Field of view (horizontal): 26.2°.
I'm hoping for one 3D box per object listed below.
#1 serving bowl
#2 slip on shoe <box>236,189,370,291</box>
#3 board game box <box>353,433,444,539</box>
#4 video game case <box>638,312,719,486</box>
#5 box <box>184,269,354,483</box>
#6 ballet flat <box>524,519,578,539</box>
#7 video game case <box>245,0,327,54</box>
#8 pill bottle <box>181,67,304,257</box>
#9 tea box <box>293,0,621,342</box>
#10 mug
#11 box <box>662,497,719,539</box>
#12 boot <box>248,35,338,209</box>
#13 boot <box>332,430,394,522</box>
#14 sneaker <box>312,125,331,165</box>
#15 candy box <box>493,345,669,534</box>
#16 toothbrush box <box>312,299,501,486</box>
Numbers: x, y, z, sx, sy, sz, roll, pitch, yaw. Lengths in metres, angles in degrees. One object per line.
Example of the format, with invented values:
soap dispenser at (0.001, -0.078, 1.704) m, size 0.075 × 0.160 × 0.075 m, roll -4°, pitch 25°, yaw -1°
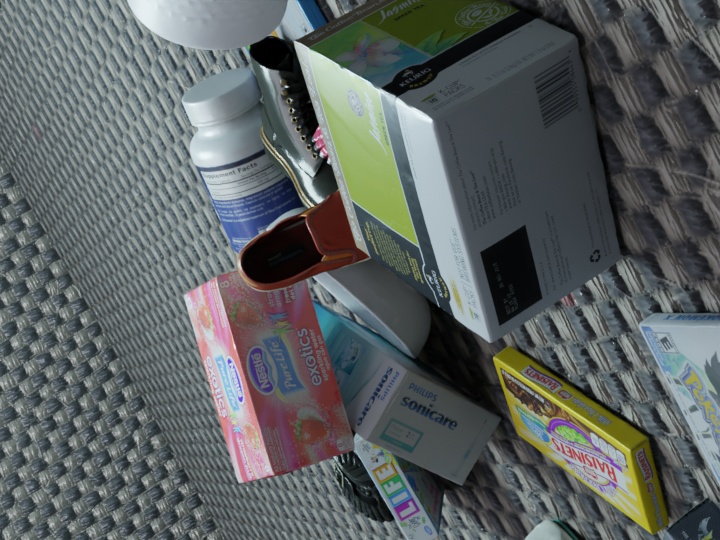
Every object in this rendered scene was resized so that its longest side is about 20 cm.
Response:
serving bowl at (0.000, 0.000, 1.557) m, size 0.200 × 0.066 × 0.200 m, roll 41°, pitch 176°, yaw 3°
slip on shoe at (-0.026, -0.036, 1.424) m, size 0.074 × 0.199 × 0.061 m, roll 65°, pitch -169°, yaw 1°
board game box at (0.046, 0.225, 1.754) m, size 0.135 × 0.034 × 0.200 m, roll 60°, pitch -173°, yaw -2°
video game case at (0.291, 0.120, 1.094) m, size 0.201 × 0.022 × 0.182 m, roll 62°, pitch 161°, yaw -8°
box at (-0.090, 0.099, 1.522) m, size 0.103 × 0.094 × 0.201 m, roll -24°, pitch 82°, yaw 62°
ballet flat at (0.224, 0.315, 1.509) m, size 0.200 × 0.069 × 0.070 m, roll 36°, pitch 151°, yaw 50°
video game case at (-0.098, -0.270, 1.513) m, size 0.144 × 0.018 × 0.200 m, roll 60°, pitch 162°, yaw -5°
pill bottle at (-0.116, -0.110, 1.659) m, size 0.111 × 0.111 × 0.201 m, roll 26°, pitch 142°, yaw 59°
tea box at (0.072, -0.090, 1.162) m, size 0.197 × 0.133 × 0.201 m, roll 36°, pitch 151°, yaw 48°
mug at (-0.128, -0.322, 1.335) m, size 0.176 × 0.147 × 0.201 m, roll 105°, pitch 156°, yaw -49°
box at (0.316, 0.290, 1.222) m, size 0.200 × 0.051 × 0.158 m, roll 50°, pitch 169°, yaw 25°
boot at (-0.043, -0.132, 1.476) m, size 0.200 × 0.077 × 0.139 m, roll 37°, pitch 153°, yaw 36°
boot at (-0.016, 0.209, 1.953) m, size 0.158 × 0.079 × 0.212 m, roll 69°, pitch 175°, yaw -62°
sneaker at (0.041, -0.090, 1.345) m, size 0.200 × 0.080 × 0.075 m, roll 41°, pitch 118°, yaw 22°
candy box at (0.195, 0.149, 1.385) m, size 0.200 × 0.026 × 0.103 m, roll 34°, pitch 153°, yaw 52°
toothbrush box at (0.026, 0.124, 1.598) m, size 0.146 × 0.086 × 0.200 m, roll 29°, pitch -178°, yaw -38°
